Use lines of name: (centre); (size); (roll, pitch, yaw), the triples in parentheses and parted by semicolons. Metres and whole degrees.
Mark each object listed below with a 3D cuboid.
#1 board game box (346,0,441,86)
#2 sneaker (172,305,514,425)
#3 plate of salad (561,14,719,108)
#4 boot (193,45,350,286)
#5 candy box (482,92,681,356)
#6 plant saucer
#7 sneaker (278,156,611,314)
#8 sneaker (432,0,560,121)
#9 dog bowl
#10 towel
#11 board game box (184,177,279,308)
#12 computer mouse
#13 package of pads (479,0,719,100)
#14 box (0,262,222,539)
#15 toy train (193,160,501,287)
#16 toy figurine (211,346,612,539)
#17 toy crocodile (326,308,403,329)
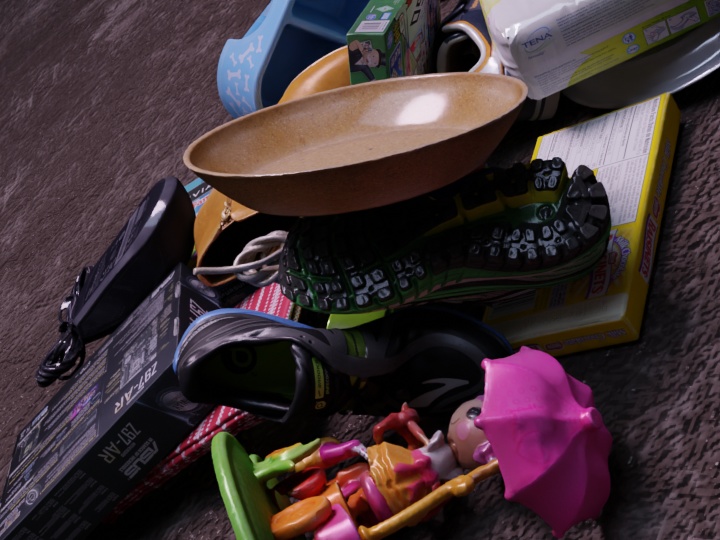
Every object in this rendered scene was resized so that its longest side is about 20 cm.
board game box: (0.031, -0.147, 0.912); (0.029, 0.135, 0.200); (2, 31, 14)
sneaker: (-0.011, 0.062, 0.704); (0.199, 0.071, 0.083); (2, 20, 5)
plate of salad: (0.226, -0.191, 0.874); (0.200, 0.048, 0.200); (-29, 40, 28)
boot: (-0.045, -0.076, 0.901); (0.201, 0.071, 0.144); (-44, 21, 11)
candy box: (0.140, -0.028, 0.765); (0.102, 0.026, 0.200); (-14, 39, 36)
plant saucer: (-0.001, -0.071, 0.698); (0.200, 0.036, 0.200); (-10, 19, 4)
sneaker: (0.047, -0.004, 0.705); (0.199, 0.085, 0.078); (-6, 64, 16)
sneaker: (0.092, -0.179, 0.957); (0.079, 0.079, 0.200); (-4, 30, -8)
dog bowl: (-0.037, -0.195, 0.971); (0.050, 0.111, 0.200); (42, 111, 48)
towel: (-0.111, 0.086, 0.855); (0.200, 0.022, 0.145); (-36, 26, 34)
board game box: (-0.104, -0.031, 1.027); (0.151, 0.047, 0.200); (-29, 31, 17)
computer mouse: (-0.183, 0.006, 0.974); (0.200, 0.053, 0.139); (-45, 22, 34)
package of pads: (0.154, -0.220, 0.857); (0.154, 0.068, 0.200); (-25, 39, 12)
box: (-0.179, 0.104, 0.870); (0.200, 0.044, 0.160); (-46, 22, 12)
toy train: (-0.006, -0.035, 0.795); (0.199, 0.085, 0.116); (-9, 15, 1)
toy figurine: (0.038, 0.110, 0.628); (0.184, 0.150, 0.200); (-25, 5, -2)
toy crocodile: (0.000, 0.000, 0.859); (0.067, 0.062, 0.200); (4, 32, -5)
